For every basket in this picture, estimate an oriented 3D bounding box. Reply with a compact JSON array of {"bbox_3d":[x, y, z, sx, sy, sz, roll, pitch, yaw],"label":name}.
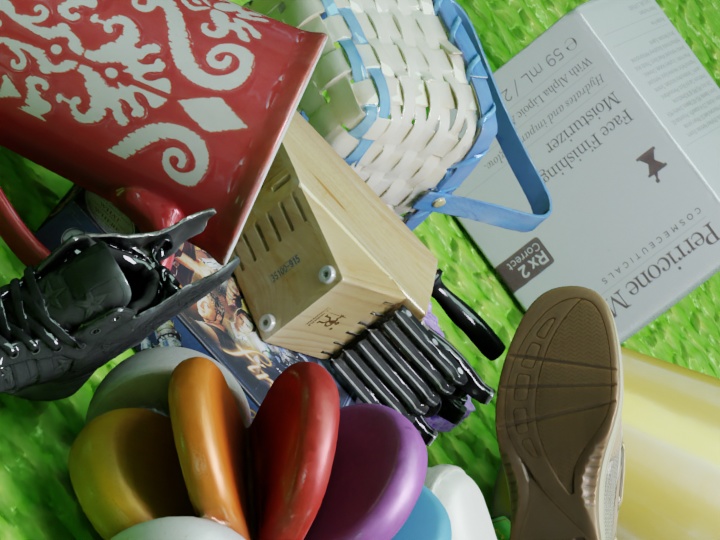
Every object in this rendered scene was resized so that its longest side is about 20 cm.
[{"bbox_3d":[0.019,-0.108,1.795,0.200,0.139,0.177,5,51,-41],"label":"basket"}]

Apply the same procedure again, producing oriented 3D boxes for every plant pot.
[{"bbox_3d":[0.190,0.143,1.798,0.189,0.201,0.201,29,29,-12],"label":"plant pot"}]

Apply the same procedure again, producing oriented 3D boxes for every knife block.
[{"bbox_3d":[0.000,0.000,1.698,0.175,0.064,0.200,18,40,-54],"label":"knife block"}]

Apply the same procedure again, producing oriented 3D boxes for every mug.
[{"bbox_3d":[-0.138,-0.092,1.523,0.200,0.134,0.178,25,38,-2],"label":"mug"}]

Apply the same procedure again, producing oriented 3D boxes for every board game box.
[{"bbox_3d":[-0.084,0.020,1.639,0.200,0.035,0.136,48,24,-10],"label":"board game box"}]

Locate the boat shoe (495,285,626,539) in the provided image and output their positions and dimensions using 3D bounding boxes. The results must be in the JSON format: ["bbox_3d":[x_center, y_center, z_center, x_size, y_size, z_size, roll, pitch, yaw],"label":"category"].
[{"bbox_3d":[0.118,0.110,1.686,0.065,0.072,0.200,29,60,-74],"label":"boat shoe"}]

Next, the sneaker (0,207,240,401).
[{"bbox_3d":[-0.151,0.020,1.408,0.200,0.104,0.060,-7,61,-55],"label":"sneaker"}]

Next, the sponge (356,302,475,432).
[{"bbox_3d":[-0.002,0.003,1.819,0.111,0.030,0.200,22,37,-49],"label":"sponge"}]

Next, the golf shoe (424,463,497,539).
[{"bbox_3d":[0.082,0.195,1.553,0.078,0.097,0.200,-5,81,-58],"label":"golf shoe"}]

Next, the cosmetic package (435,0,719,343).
[{"bbox_3d":[0.172,-0.066,2.063,0.200,0.165,0.165,53,24,5],"label":"cosmetic package"}]

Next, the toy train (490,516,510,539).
[{"bbox_3d":[0.047,0.173,1.661,0.056,0.042,0.200,49,22,17],"label":"toy train"}]

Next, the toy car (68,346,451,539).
[{"bbox_3d":[-0.038,0.115,1.447,0.200,0.150,0.175,36,28,-32],"label":"toy car"}]
